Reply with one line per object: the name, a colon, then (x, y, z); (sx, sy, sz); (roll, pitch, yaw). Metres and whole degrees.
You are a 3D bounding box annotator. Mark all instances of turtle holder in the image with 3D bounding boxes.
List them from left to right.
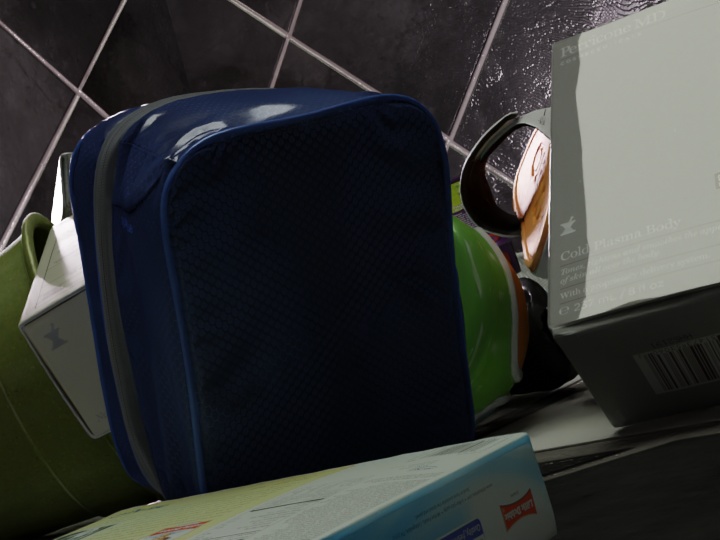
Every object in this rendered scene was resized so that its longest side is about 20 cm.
turtle holder: (0.014, 0.049, 0.743); (0.186, 0.141, 0.131); (-48, -32, 14)

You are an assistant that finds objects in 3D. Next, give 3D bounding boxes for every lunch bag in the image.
lunch bag: (-0.041, 0.021, 0.570); (0.135, 0.202, 0.132); (-13, 16, -28)

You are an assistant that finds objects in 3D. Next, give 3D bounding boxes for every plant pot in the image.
plant pot: (-0.234, 0.099, 0.801); (0.189, 0.201, 0.200); (-29, -1, -1)

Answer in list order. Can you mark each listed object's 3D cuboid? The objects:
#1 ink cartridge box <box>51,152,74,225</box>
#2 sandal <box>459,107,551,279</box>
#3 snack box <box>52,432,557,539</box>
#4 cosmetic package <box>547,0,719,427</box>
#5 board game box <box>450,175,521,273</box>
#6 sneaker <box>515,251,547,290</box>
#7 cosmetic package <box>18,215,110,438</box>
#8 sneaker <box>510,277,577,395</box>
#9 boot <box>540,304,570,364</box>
ink cartridge box: (-0.120, -0.028, 0.933); (0.198, 0.044, 0.174); (-3, -22, -19)
sandal: (0.089, -0.055, 0.754); (0.059, 0.080, 0.207); (17, 16, 0)
snack box: (-0.051, 0.098, 0.418); (0.199, 0.038, 0.116); (-17, -2, 37)
cosmetic package: (0.151, -0.036, 0.621); (0.106, 0.201, 0.090); (-18, -45, 24)
board game box: (0.000, 0.000, 0.862); (0.198, 0.033, 0.120); (-21, 22, 6)
sneaker: (0.102, 0.033, 1.008); (0.198, 0.074, 0.115); (3, -22, 37)
cosmetic package: (-0.120, 0.005, 0.722); (0.103, 0.074, 0.200); (-29, 18, 1)
sneaker: (0.078, 0.063, 0.854); (0.081, 0.074, 0.200); (-29, -4, -20)
boot: (0.182, 0.017, 0.756); (0.161, 0.074, 0.198); (-11, 5, -17)
